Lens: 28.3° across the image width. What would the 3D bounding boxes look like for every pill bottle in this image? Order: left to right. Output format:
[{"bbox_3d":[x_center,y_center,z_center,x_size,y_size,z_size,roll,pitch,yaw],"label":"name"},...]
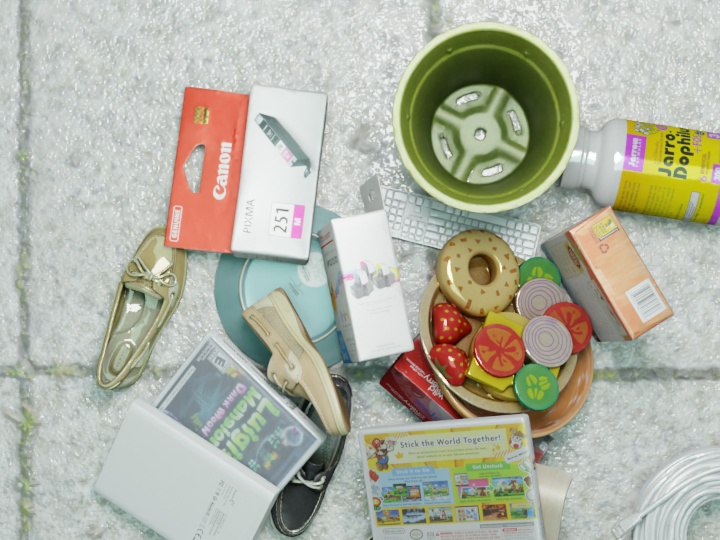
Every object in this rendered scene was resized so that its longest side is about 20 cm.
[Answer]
[{"bbox_3d":[0.329,-0.115,1.629,0.198,0.104,0.105,8,90,3],"label":"pill bottle"}]

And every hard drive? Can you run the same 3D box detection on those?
[{"bbox_3d":[-0.203,0.255,1.657,0.199,0.026,0.133,31,112,11],"label":"hard drive"}]

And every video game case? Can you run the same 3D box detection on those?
[{"bbox_3d":[-0.162,0.198,1.653,0.182,0.023,0.200,42,113,6],"label":"video game case"},{"bbox_3d":[0.102,0.257,1.580,0.198,0.023,0.184,-7,93,23],"label":"video game case"}]

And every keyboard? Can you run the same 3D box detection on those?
[{"bbox_3d":[0.111,-0.050,1.686,0.198,0.011,0.057,14,90,3],"label":"keyboard"}]

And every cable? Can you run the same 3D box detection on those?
[{"bbox_3d":[0.410,0.304,1.641,0.200,0.069,0.200,44,91,1],"label":"cable"}]

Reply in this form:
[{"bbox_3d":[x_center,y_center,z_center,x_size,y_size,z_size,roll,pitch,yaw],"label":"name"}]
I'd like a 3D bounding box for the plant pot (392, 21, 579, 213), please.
[{"bbox_3d":[0.137,-0.159,1.596,0.198,0.190,0.202,0,89,3],"label":"plant pot"}]

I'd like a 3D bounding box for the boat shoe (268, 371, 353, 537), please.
[{"bbox_3d":[-0.056,0.218,1.664,0.073,0.060,0.202,21,91,-14],"label":"boat shoe"}]

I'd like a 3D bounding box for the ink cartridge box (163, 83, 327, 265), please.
[{"bbox_3d":[-0.134,-0.117,1.665,0.172,0.044,0.202,7,81,-1],"label":"ink cartridge box"}]

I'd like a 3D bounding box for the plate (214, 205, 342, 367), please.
[{"bbox_3d":[-0.076,0.021,1.689,0.198,0.026,0.203,0,89,4],"label":"plate"}]

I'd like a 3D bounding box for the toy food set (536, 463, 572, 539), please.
[{"bbox_3d":[0.159,0.304,1.622,0.142,0.060,0.202,13,113,20],"label":"toy food set"}]

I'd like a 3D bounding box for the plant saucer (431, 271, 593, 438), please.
[{"bbox_3d":[0.169,0.099,1.634,0.198,0.037,0.202,6,66,-14],"label":"plant saucer"}]

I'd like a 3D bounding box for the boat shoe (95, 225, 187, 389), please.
[{"bbox_3d":[-0.260,0.045,1.678,0.073,0.063,0.202,25,91,3],"label":"boat shoe"}]

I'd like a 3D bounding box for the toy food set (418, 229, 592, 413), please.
[{"bbox_3d":[0.161,0.063,1.599,0.196,0.049,0.201,24,62,-6],"label":"toy food set"}]

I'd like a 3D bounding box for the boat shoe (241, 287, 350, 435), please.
[{"bbox_3d":[-0.072,0.112,1.612,0.064,0.071,0.201,-28,56,-4],"label":"boat shoe"}]

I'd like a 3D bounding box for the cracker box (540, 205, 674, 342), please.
[{"bbox_3d":[0.269,0.008,1.582,0.057,0.200,0.135,-30,88,-4],"label":"cracker box"}]

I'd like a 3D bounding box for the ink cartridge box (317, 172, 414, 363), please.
[{"bbox_3d":[0.000,0.000,1.617,0.067,0.115,0.202,-11,87,-11],"label":"ink cartridge box"}]

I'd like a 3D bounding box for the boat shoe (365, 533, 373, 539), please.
[{"bbox_3d":[0.033,0.335,1.661,0.200,0.064,0.071,-44,88,2],"label":"boat shoe"}]

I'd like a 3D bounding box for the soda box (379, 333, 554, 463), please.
[{"bbox_3d":[0.121,0.162,1.647,0.200,0.063,0.070,41,62,3],"label":"soda box"}]
